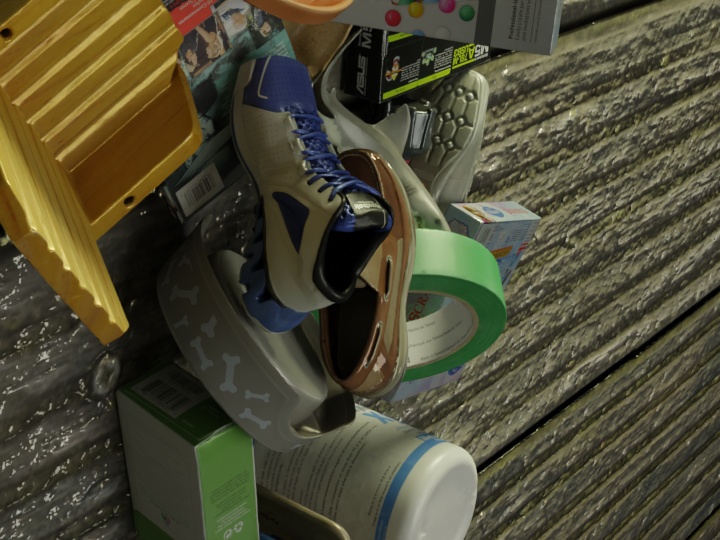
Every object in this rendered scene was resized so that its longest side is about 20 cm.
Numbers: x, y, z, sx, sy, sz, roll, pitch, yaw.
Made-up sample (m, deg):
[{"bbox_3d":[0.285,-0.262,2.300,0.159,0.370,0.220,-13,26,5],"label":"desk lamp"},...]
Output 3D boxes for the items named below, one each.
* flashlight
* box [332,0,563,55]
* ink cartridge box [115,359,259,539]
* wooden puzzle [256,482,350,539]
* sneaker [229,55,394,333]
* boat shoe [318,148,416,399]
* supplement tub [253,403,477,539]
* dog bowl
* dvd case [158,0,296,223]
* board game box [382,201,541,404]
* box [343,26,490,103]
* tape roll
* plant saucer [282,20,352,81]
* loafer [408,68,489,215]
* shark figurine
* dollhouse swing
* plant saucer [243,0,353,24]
[{"bbox_3d":[0.027,-0.060,1.509,0.067,0.068,0.202,4,112,-25],"label":"flashlight"},{"bbox_3d":[0.062,-0.259,1.249,0.041,0.197,0.158,-53,152,-66],"label":"box"},{"bbox_3d":[-0.137,0.185,1.333,0.059,0.103,0.202,-29,132,-35],"label":"ink cartridge box"},{"bbox_3d":[-0.109,0.281,1.373,0.046,0.184,0.202,19,89,-46],"label":"wooden puzzle"},{"bbox_3d":[-0.028,-0.060,1.196,0.080,0.114,0.202,5,78,-47],"label":"sneaker"},{"bbox_3d":[0.000,0.000,1.304,0.072,0.075,0.203,10,74,-62],"label":"boat shoe"},{"bbox_3d":[-0.007,0.190,1.469,0.132,0.198,0.133,-38,138,-44],"label":"supplement tub"},{"bbox_3d":[-0.085,0.054,1.283,0.058,0.201,0.200,-36,152,11],"label":"dog bowl"},{"bbox_3d":[-0.116,-0.151,1.209,0.146,0.022,0.201,-40,135,-19],"label":"dvd case"},{"bbox_3d":[0.094,0.028,1.639,0.201,0.041,0.200,-64,161,13],"label":"board game box"},{"bbox_3d":[0.062,-0.267,1.475,0.199,0.047,0.195,-29,132,-50],"label":"box"},{"bbox_3d":[0.030,0.035,1.453,0.201,0.198,0.049,54,24,-56],"label":"tape roll"},{"bbox_3d":[-0.060,-0.241,1.291,0.200,0.035,0.202,-36,136,-46],"label":"plant saucer"},{"bbox_3d":[0.077,-0.098,1.585,0.070,0.069,0.202,0,114,-65],"label":"loafer"},{"bbox_3d":[0.009,-0.122,1.411,0.090,0.128,0.215,-47,127,-13],"label":"shark figurine"},{"bbox_3d":[-0.163,-0.091,1.038,0.181,0.176,0.201,-41,144,-8],"label":"dollhouse swing"},{"bbox_3d":[-0.082,-0.252,1.128,0.032,0.202,0.199,-38,168,32],"label":"plant saucer"}]
